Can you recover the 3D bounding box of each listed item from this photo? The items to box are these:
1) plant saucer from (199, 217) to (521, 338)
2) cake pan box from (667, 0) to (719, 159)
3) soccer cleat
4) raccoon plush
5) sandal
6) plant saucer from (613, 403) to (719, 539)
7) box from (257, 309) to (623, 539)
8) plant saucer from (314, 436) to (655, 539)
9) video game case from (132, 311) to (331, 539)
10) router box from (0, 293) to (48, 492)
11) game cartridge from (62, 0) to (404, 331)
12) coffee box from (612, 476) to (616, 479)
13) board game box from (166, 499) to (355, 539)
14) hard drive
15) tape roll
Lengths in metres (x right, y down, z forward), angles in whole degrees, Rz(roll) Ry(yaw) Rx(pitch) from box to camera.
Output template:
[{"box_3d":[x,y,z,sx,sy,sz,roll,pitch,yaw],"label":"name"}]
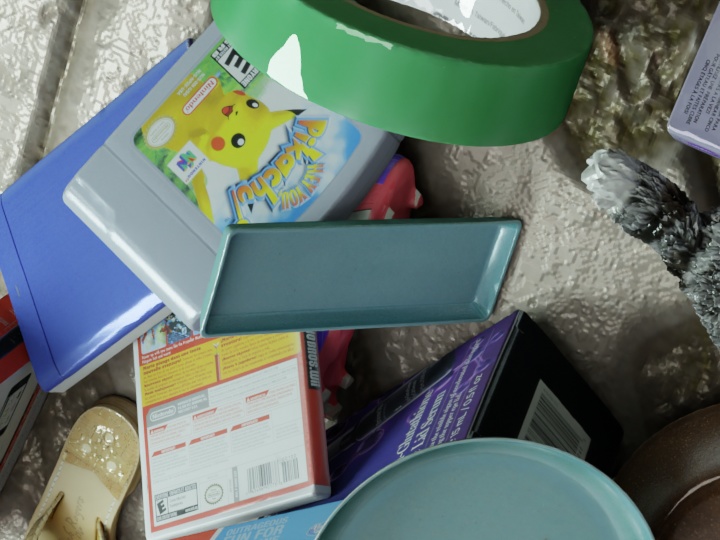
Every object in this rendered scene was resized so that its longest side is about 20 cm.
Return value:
[{"box_3d":[0.000,0.000,1.281,0.019,0.198,0.070,48,130,44],"label":"plant saucer"},{"box_3d":[0.274,-0.123,1.133,0.183,0.052,0.201,26,93,12],"label":"cake pan box"},{"box_3d":[-0.025,0.011,1.356,0.076,0.067,0.201,31,122,16],"label":"soccer cleat"},{"box_3d":[0.228,-0.019,1.176,0.134,0.097,0.199,-37,129,28],"label":"raccoon plush"},{"box_3d":[-0.197,0.183,1.496,0.077,0.070,0.213,27,119,13],"label":"sandal"},{"box_3d":[0.227,0.174,1.282,0.198,0.037,0.203,1,101,7],"label":"plant saucer"},{"box_3d":[0.038,0.140,1.318,0.199,0.148,0.104,-33,106,30],"label":"box"},{"box_3d":[0.062,0.175,1.204,0.198,0.027,0.202,-2,111,-6],"label":"plant saucer"},{"box_3d":[-0.081,0.050,1.349,0.142,0.017,0.202,-20,69,39],"label":"video game case"},{"box_3d":[-0.273,0.126,1.445,0.049,0.179,0.201,34,119,8],"label":"router box"},{"box_3d":[-0.060,-0.070,1.292,0.133,0.040,0.200,42,92,14],"label":"game cartridge"},{"box_3d":[0.129,0.204,1.370,0.199,0.044,0.123,-32,95,30],"label":"coffee box"},{"box_3d":[-0.026,0.232,1.281,0.152,0.040,0.201,-15,114,25],"label":"board game box"},{"box_3d":[-0.144,-0.031,1.383,0.199,0.025,0.133,-35,66,31],"label":"hard drive"},{"box_3d":[0.022,-0.136,1.194,0.199,0.200,0.049,26,119,13],"label":"tape roll"}]
